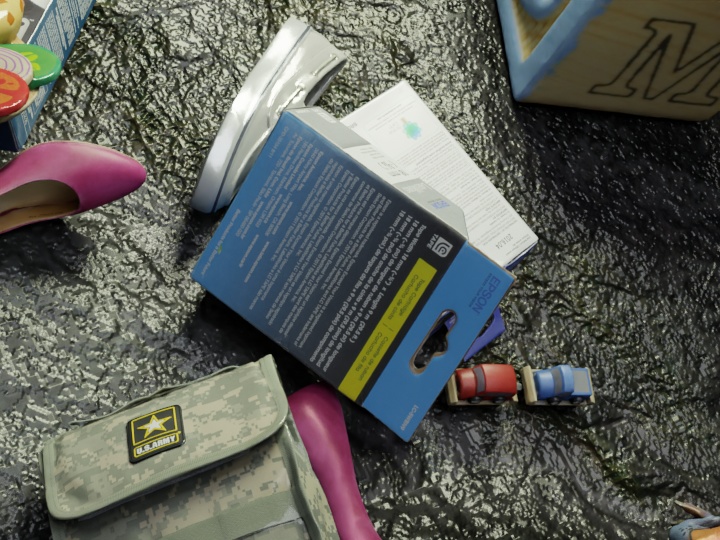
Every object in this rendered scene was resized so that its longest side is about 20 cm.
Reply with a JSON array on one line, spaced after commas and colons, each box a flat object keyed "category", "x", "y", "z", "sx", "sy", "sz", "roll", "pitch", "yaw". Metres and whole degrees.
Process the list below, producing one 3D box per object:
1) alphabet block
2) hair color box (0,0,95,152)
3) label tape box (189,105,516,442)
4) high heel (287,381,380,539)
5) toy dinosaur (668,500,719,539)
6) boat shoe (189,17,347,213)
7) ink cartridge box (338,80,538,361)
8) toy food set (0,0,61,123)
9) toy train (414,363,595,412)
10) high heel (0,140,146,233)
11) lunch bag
[{"category": "alphabet block", "x": 0.247, "y": -0.263, "z": 1.239, "sx": 0.199, "sy": 0.196, "sz": 0.196, "roll": 4, "pitch": 64, "yaw": -21}, {"category": "hair color box", "x": -0.260, "y": -0.180, "z": 1.027, "sx": 0.100, "sy": 0.061, "sz": 0.200, "roll": 8, "pitch": 50, "yaw": 9}, {"category": "label tape box", "x": 0.000, "y": 0.000, "z": 1.003, "sx": 0.200, "sy": 0.144, "sz": 0.063, "roll": 37, "pitch": 18, "yaw": 13}, {"category": "high heel", "x": 0.008, "y": 0.168, "z": 0.982, "sx": 0.200, "sy": 0.067, "sz": 0.096, "roll": 42, "pitch": 63, "yaw": 16}, {"category": "toy dinosaur", "x": 0.224, "y": 0.206, "z": 1.019, "sx": 0.105, "sy": 0.200, "sz": 0.181, "roll": 43, "pitch": 23, "yaw": 21}, {"category": "boat shoe", "x": -0.067, "y": -0.113, "z": 1.106, "sx": 0.066, "sy": 0.072, "sz": 0.200, "roll": 28, "pitch": 48, "yaw": -2}, {"category": "ink cartridge box", "x": 0.039, "y": -0.027, "z": 1.097, "sx": 0.136, "sy": 0.076, "sz": 0.200, "roll": -35, "pitch": 80, "yaw": -31}, {"category": "toy food set", "x": -0.286, "y": -0.146, "z": 0.883, "sx": 0.199, "sy": 0.049, "sz": 0.198, "roll": 1, "pitch": 37, "yaw": -38}, {"category": "toy train", "x": 0.094, "y": 0.086, "z": 1.080, "sx": 0.199, "sy": 0.046, "sz": 0.034, "roll": 3, "pitch": 63, "yaw": -22}, {"category": "high heel", "x": -0.242, "y": -0.033, "z": 0.981, "sx": 0.199, "sy": 0.067, "sz": 0.096, "roll": -4, "pitch": 56, "yaw": -19}, {"category": "lunch bag", "x": -0.102, "y": 0.160, "z": 0.891, "sx": 0.163, "sy": 0.118, "sz": 0.201, "roll": -21, "pitch": 66, "yaw": -2}]
